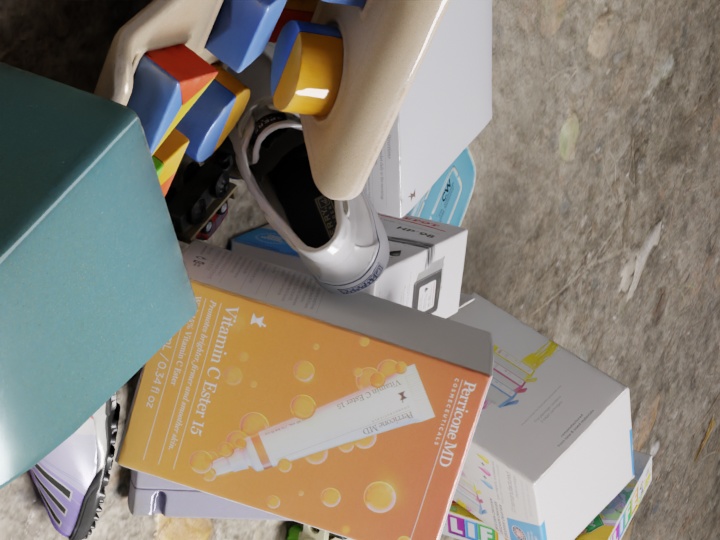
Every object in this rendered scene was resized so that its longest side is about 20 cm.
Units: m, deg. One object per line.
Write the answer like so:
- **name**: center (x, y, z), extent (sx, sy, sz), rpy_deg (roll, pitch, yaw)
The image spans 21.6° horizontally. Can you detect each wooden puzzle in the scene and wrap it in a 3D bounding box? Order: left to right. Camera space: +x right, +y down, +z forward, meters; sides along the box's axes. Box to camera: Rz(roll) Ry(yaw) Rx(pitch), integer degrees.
- **wooden puzzle**: center (-0.099, -0.101, 1.053), extent (0.200, 0.046, 0.186), rpy_deg (-55, 176, -43)
- **wooden puzzle**: center (-0.018, -0.172, 1.074), extent (0.186, 0.046, 0.201), rpy_deg (117, -34, -42)

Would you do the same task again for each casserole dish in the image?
- **casserole dish**: center (0.047, -0.040, 1.537), extent (0.201, 0.038, 0.121), rpy_deg (-68, 156, -20)

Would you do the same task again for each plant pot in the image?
- **plant pot**: center (-0.201, 0.020, 0.893), extent (0.200, 0.140, 0.142), rpy_deg (-52, 148, -32)

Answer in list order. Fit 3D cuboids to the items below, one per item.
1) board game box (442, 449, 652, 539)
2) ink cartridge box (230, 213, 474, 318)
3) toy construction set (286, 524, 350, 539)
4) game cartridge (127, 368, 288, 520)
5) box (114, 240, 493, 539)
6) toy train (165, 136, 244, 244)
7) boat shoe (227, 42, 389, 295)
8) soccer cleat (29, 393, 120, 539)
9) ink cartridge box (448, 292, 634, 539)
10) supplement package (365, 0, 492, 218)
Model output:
- **board game box**: center (0.144, 0.193, 1.685), extent (0.135, 0.198, 0.034), rpy_deg (-53, 148, -42)
- **ink cartridge box**: center (0.000, 0.000, 1.357), extent (0.200, 0.115, 0.067), rpy_deg (-25, 125, -61)
- **toy construction set**: center (-0.009, 0.235, 1.517), extent (0.200, 0.091, 0.132), rpy_deg (-41, 140, -70)
- **game cartridge**: center (-0.049, 0.100, 1.240), extent (0.038, 0.198, 0.131), rpy_deg (-136, -128, -72)
- **box**: center (-0.031, 0.077, 1.140), extent (0.098, 0.198, 0.125), rpy_deg (-72, 179, -77)
- **toy train**: center (-0.102, -0.042, 1.205), extent (0.200, 0.034, 0.046), rpy_deg (-55, 153, -39)
- **boat shoe**: center (-0.043, -0.078, 1.154), extent (0.073, 0.201, 0.065), rpy_deg (-36, 148, 6)
- **soccer cleat**: center (-0.177, 0.085, 1.090), extent (0.201, 0.072, 0.069), rpy_deg (103, -7, -49)
- **ink cartridge box**: center (0.119, 0.129, 1.623), extent (0.125, 0.199, 0.129), rpy_deg (-42, 144, -23)
- **supplement package**: center (0.013, -0.168, 1.295), extent (0.156, 0.110, 0.201), rpy_deg (-48, 145, -47)
